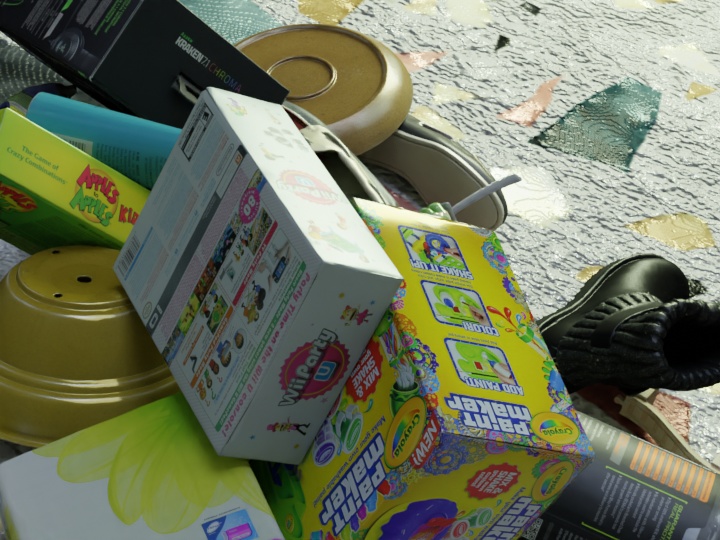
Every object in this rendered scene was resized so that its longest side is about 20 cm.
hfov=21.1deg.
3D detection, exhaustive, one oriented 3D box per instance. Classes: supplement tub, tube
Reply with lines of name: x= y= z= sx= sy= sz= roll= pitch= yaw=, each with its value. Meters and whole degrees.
supplement tub: x=0.172 y=0.172 z=1.306 sx=0.199 sy=0.123 sz=0.123 roll=24 pitch=34 yaw=9
tube: x=-0.138 y=-0.078 z=1.365 sx=0.199 sy=0.077 sz=0.051 roll=15 pitch=69 yaw=7

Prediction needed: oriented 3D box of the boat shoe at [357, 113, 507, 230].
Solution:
boat shoe: x=0.059 y=-0.102 z=1.701 sx=0.200 sy=0.067 sz=0.057 roll=32 pitch=40 yaw=26

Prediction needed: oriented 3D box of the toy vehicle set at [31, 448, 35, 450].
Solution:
toy vehicle set: x=-0.110 y=0.115 z=1.340 sx=0.124 sy=0.027 sz=0.200 roll=37 pitch=37 yaw=26

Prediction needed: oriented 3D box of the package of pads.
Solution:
package of pads: x=-0.127 y=0.174 z=1.169 sx=0.154 sy=0.068 sz=0.200 roll=-20 pitch=43 yaw=-10

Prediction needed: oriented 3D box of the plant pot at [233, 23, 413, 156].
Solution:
plant pot: x=-0.053 y=-0.162 z=1.709 sx=0.199 sy=0.028 sz=0.200 roll=-3 pitch=41 yaw=2

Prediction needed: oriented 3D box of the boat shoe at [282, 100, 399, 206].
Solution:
boat shoe: x=-0.038 y=-0.080 z=1.594 sx=0.200 sy=0.071 sz=0.063 roll=45 pitch=1 yaw=20

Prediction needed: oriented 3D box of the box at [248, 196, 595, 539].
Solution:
box: x=0.018 y=0.098 z=1.227 sx=0.122 sy=0.200 sz=0.193 roll=12 pitch=40 yaw=-34

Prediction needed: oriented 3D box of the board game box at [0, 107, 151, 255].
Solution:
board game box: x=-0.207 y=-0.042 z=1.375 sx=0.200 sy=0.101 sz=0.048 roll=31 pitch=62 yaw=-38

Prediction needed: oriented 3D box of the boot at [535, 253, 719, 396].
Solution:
boot: x=0.234 y=0.041 z=1.498 sx=0.158 sy=0.080 sz=0.211 roll=-13 pitch=15 yaw=47

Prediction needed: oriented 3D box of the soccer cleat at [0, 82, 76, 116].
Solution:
soccer cleat: x=-0.254 y=-0.074 z=1.532 sx=0.083 sy=0.065 sz=0.200 roll=-14 pitch=41 yaw=1

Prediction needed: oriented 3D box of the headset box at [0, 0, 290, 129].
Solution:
headset box: x=-0.178 y=-0.173 z=1.556 sx=0.200 sy=0.093 sz=0.174 roll=31 pitch=-4 yaw=44

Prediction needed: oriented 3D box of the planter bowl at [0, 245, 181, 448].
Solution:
planter bowl: x=-0.190 y=0.038 z=1.325 sx=0.200 sy=0.084 sz=0.201 roll=5 pitch=25 yaw=-2

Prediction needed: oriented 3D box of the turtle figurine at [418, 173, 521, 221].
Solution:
turtle figurine: x=0.000 y=0.000 z=1.438 sx=0.144 sy=0.201 sz=0.194 roll=-6 pitch=-22 yaw=42

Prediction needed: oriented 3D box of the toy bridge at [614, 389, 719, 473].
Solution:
toy bridge: x=0.281 y=0.147 z=1.482 sx=0.200 sy=0.027 sz=0.067 roll=29 pitch=35 yaw=18

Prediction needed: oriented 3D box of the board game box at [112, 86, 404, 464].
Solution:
board game box: x=-0.070 y=0.001 z=1.214 sx=0.064 sy=0.148 sz=0.200 roll=12 pitch=29 yaw=-35
